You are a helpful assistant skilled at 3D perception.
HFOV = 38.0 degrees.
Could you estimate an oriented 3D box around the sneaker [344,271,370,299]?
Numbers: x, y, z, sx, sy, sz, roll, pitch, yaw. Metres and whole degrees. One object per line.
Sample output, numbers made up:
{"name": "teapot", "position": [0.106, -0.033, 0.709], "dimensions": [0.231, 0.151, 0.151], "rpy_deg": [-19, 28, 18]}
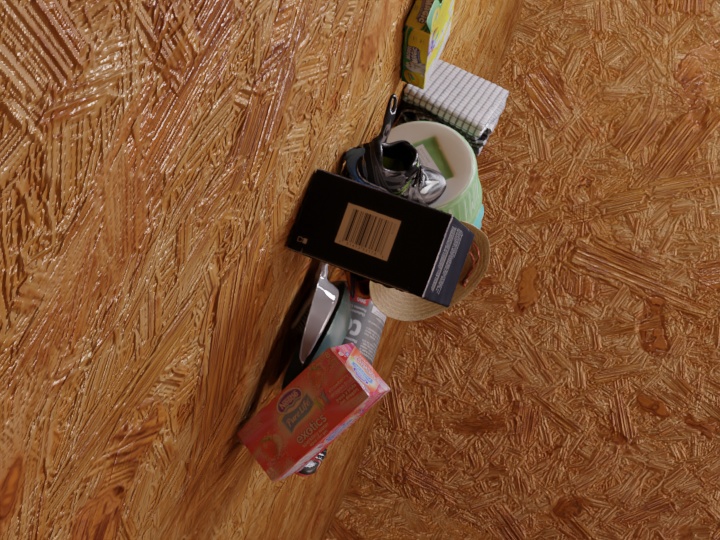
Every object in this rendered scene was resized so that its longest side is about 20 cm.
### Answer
{"name": "sneaker", "position": [0.000, 0.000, 1.681], "dimensions": [0.200, 0.077, 0.112], "rpy_deg": [53, 22, -70]}

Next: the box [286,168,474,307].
{"name": "box", "position": [0.034, -0.040, 1.420], "dimensions": [0.200, 0.196, 0.118], "rpy_deg": [22, 89, -75]}

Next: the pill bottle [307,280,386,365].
{"name": "pill bottle", "position": [-0.030, 0.129, 1.770], "dimensions": [0.114, 0.114, 0.201], "rpy_deg": [90, 16, -71]}

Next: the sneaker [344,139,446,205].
{"name": "sneaker", "position": [0.065, -0.143, 1.542], "dimensions": [0.199, 0.083, 0.071], "rpy_deg": [17, 57, -46]}

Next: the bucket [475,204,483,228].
{"name": "bucket", "position": [0.140, -0.099, 2.115], "dimensions": [0.135, 0.207, 0.208], "rpy_deg": [-50, 161, -55]}

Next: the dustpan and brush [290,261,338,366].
{"name": "dustpan and brush", "position": [-0.063, 0.033, 1.591], "dimensions": [0.200, 0.057, 0.140], "rpy_deg": [-60, -172, 10]}

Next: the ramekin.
{"name": "ramekin", "position": [0.097, -0.144, 1.689], "dimensions": [0.098, 0.199, 0.200], "rpy_deg": [81, 31, -62]}

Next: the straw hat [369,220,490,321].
{"name": "straw hat", "position": [0.092, -0.022, 1.616], "dimensions": [0.085, 0.200, 0.201], "rpy_deg": [-120, -142, -47]}

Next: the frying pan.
{"name": "frying pan", "position": [0.015, -0.170, 1.579], "dimensions": [0.115, 0.031, 0.191], "rpy_deg": [-9, 95, -46]}

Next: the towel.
{"name": "towel", "position": [0.164, -0.287, 1.857], "dimensions": [0.086, 0.165, 0.200], "rpy_deg": [-66, 175, 35]}

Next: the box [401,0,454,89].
{"name": "box", "position": [0.106, -0.381, 1.631], "dimensions": [0.200, 0.048, 0.118], "rpy_deg": [96, 18, -72]}

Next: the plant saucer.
{"name": "plant saucer", "position": [-0.060, 0.114, 1.650], "dimensions": [0.201, 0.039, 0.201], "rpy_deg": [-59, -171, 15]}

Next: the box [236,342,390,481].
{"name": "box", "position": [-0.069, 0.207, 1.533], "dimensions": [0.200, 0.095, 0.103], "rpy_deg": [-44, 167, 15]}

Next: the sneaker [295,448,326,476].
{"name": "sneaker", "position": [-0.113, 0.292, 1.695], "dimensions": [0.087, 0.074, 0.200], "rpy_deg": [-59, -160, 11]}
